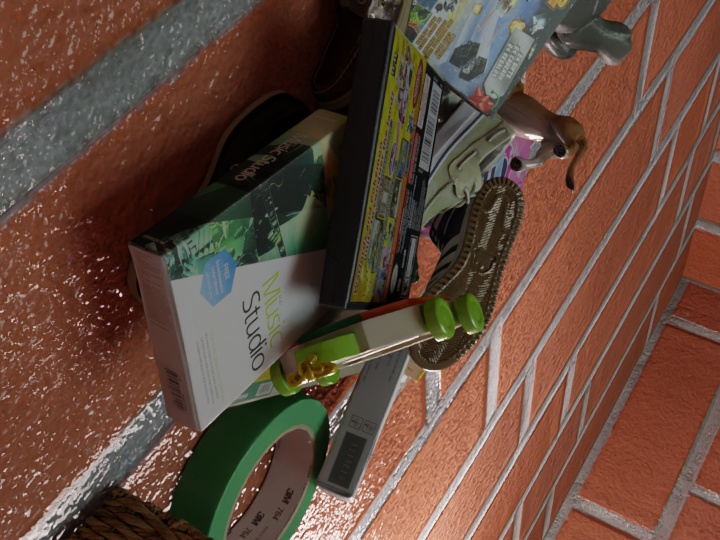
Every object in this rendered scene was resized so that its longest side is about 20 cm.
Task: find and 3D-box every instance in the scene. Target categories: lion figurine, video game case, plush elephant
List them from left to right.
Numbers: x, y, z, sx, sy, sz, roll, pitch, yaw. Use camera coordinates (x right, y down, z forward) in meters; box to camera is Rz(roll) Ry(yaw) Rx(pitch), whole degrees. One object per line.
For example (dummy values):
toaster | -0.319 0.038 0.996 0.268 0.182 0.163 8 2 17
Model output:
video game case | 0.021 -0.070 0.750 0.181 0.025 0.202 7 92 -74
lion figurine | 0.178 -0.163 1.032 0.122 0.200 0.073 -25 155 -46
plush elephant | 0.183 -0.303 0.962 0.198 0.155 0.166 -11 137 -22

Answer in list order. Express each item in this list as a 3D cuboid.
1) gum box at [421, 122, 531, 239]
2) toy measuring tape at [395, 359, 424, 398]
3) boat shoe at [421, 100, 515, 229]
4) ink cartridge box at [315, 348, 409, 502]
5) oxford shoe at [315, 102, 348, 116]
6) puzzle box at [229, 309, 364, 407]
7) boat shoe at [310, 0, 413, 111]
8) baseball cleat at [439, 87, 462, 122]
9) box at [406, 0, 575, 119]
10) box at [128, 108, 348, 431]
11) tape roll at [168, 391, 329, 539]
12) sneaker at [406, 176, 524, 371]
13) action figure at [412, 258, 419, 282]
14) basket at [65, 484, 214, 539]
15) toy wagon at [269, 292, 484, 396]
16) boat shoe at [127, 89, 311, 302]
gum box | 0.125 -0.114 1.101 0.200 0.066 0.115 -34 138 -51
toy measuring tape | 0.049 0.106 1.150 0.201 0.073 0.074 -53 155 -1
boat shoe | 0.086 -0.093 0.908 0.200 0.062 0.072 -53 170 -34
ink cartridge box | 0.011 0.146 1.035 0.174 0.043 0.202 85 27 -74
oxford shoe | 0.013 -0.095 0.881 0.072 0.071 0.201 -59 157 -22
puzzle box | -0.050 0.047 0.829 0.199 0.025 0.134 -8 132 -47
boat shoe | 0.005 -0.226 0.771 0.072 0.072 0.201 31 87 -36
baseball cleat | 0.084 -0.246 0.926 0.107 0.069 0.202 -59 163 -51
box | 0.118 -0.253 0.835 0.136 0.040 0.201 32 98 -28
box | -0.068 -0.005 0.674 0.200 0.036 0.146 -45 142 -41
tape roll | -0.102 0.206 0.923 0.201 0.048 0.202 -47 149 -40
sneaker | 0.094 0.006 0.973 0.202 0.070 0.108 -65 -168 -9
action figure | 0.000 0.000 0.918 0.118 0.055 0.199 -46 155 22
basket | -0.172 0.298 0.735 0.149 0.142 0.202 -44 147 -43
toy wagon | 0.003 0.056 0.757 0.200 0.154 0.040 -1 71 -64
boat shoe | -0.088 -0.049 0.717 0.202 0.063 0.074 -58 150 -26
